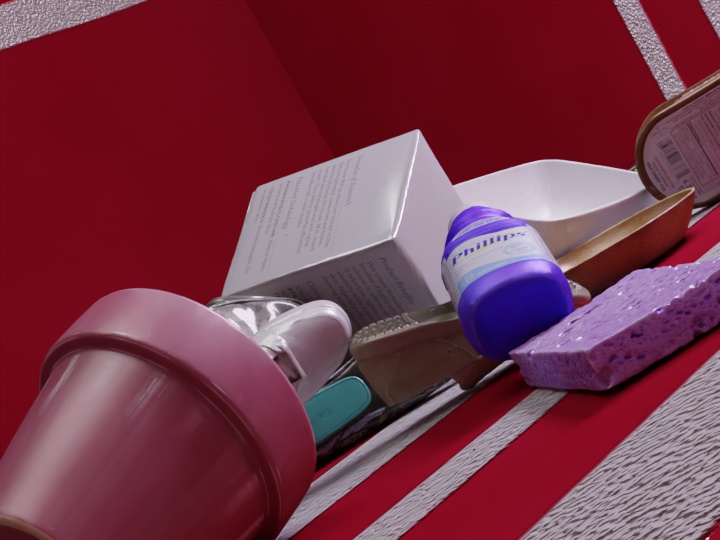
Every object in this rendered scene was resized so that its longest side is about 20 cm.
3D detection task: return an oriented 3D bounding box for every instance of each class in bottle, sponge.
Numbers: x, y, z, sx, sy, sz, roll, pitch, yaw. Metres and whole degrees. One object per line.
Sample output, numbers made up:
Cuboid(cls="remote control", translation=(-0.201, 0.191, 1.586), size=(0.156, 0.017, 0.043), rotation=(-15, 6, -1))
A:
Cuboid(cls="bottle", translation=(0.103, -0.001, 1.065), size=(0.082, 0.066, 0.200), rotation=(-21, 21, 3))
Cuboid(cls="sponge", translation=(0.164, 0.034, 0.876), size=(0.111, 0.030, 0.200), rotation=(-31, 0, -7))

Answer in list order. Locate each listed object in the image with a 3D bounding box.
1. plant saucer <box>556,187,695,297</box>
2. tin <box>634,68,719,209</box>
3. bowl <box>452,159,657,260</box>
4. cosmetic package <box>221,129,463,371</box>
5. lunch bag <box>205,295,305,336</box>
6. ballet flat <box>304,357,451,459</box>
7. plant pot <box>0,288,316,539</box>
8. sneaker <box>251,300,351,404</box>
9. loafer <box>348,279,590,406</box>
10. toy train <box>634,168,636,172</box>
Cuboid(cls="plant saucer", translation=(0.228, -0.011, 1.296), size=(0.199, 0.036, 0.200), rotation=(-30, 0, 0))
Cuboid(cls="tin", translation=(0.366, -0.138, 1.398), size=(0.199, 0.113, 0.042), rotation=(-32, 9, 23))
Cuboid(cls="bowl", translation=(0.201, -0.055, 1.502), size=(0.198, 0.076, 0.199), rotation=(-20, 21, -35))
Cuboid(cls="cosmetic package", translation=(0.000, 0.000, 1.391), size=(0.198, 0.168, 0.168), rotation=(-17, 37, 26))
Cuboid(cls="lunch bag", translation=(-0.122, 0.124, 1.312), size=(0.166, 0.140, 0.201), rotation=(-19, -30, -32))
Cuboid(cls="ballet flat", translation=(0.014, 0.105, 1.256), size=(0.199, 0.073, 0.072), rotation=(-30, 0, -9))
Cuboid(cls="plant pot", translation=(-0.153, 0.144, 0.911), size=(0.199, 0.200, 0.179), rotation=(-30, 16, 46))
Cuboid(cls="sneaker", translation=(-0.081, 0.101, 1.092), size=(0.199, 0.074, 0.116), rotation=(-37, 11, -6))
Cuboid(cls="loafer", translation=(0.091, 0.057, 1.132), size=(0.197, 0.069, 0.076), rotation=(-15, 13, 3))
Cuboid(cls="toy train", translation=(0.423, -0.134, 2.048), size=(0.198, 0.042, 0.056), rotation=(-31, -9, -10))
